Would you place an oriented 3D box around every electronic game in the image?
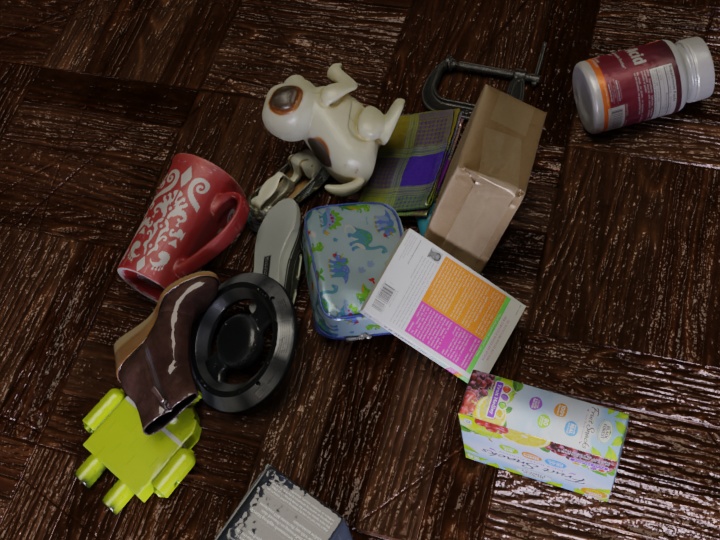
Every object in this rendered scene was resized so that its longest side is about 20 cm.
[{"bbox_3d":[-0.171,0.102,1.387,0.197,0.041,0.205,-13,67,31],"label":"electronic game"}]

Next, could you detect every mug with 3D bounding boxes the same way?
[{"bbox_3d":[-0.270,-0.062,1.470,0.132,0.177,0.203,34,68,-17],"label":"mug"}]

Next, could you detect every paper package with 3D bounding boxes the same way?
[{"bbox_3d":[0.175,-0.128,1.390,0.102,0.192,0.202,23,48,-1],"label":"paper package"}]

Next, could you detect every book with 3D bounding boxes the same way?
[{"bbox_3d":[0.114,0.054,1.348,0.198,0.048,0.135,34,76,-7],"label":"book"}]

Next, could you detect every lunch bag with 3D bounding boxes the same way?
[{"bbox_3d":[0.000,0.000,1.422,0.157,0.083,0.203,-6,58,-11],"label":"lunch bag"}]

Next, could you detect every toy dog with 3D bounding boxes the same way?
[{"bbox_3d":[-0.060,-0.224,1.512,0.197,0.139,0.197,27,75,-7],"label":"toy dog"}]

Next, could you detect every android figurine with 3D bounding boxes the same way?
[{"bbox_3d":[-0.307,0.237,1.367,0.181,0.041,0.200,34,72,25],"label":"android figurine"}]

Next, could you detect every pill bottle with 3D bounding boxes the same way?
[{"bbox_3d":[0.443,-0.294,1.520,0.196,0.115,0.116,-15,58,0],"label":"pill bottle"}]

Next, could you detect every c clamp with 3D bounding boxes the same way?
[{"bbox_3d":[0.205,-0.317,1.628,0.195,0.027,0.174,8,66,12],"label":"c clamp"}]

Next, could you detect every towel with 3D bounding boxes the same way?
[{"bbox_3d":[0.077,-0.173,1.534,0.141,0.023,0.203,2,58,34],"label":"towel"}]

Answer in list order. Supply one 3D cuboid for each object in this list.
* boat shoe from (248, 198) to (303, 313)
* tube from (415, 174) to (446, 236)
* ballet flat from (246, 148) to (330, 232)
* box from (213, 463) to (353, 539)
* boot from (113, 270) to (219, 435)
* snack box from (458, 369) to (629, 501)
[{"bbox_3d":[-0.122,-0.010,1.472,0.069,0.064,0.204,-6,61,32],"label":"boat shoe"},{"bbox_3d":[0.118,-0.069,1.481,0.076,0.051,0.203,-4,54,-7],"label":"tube"},{"bbox_3d":[-0.108,-0.145,1.546,0.072,0.073,0.200,35,70,26],"label":"ballet flat"},{"bbox_3d":[-0.105,0.375,1.156,0.123,0.201,0.198,29,67,23],"label":"box"},{"bbox_3d":[-0.252,0.114,1.359,0.199,0.072,0.167,-40,52,4],"label":"boot"},{"bbox_3d":[0.229,0.210,1.220,0.196,0.170,0.069,16,65,17],"label":"snack box"}]
